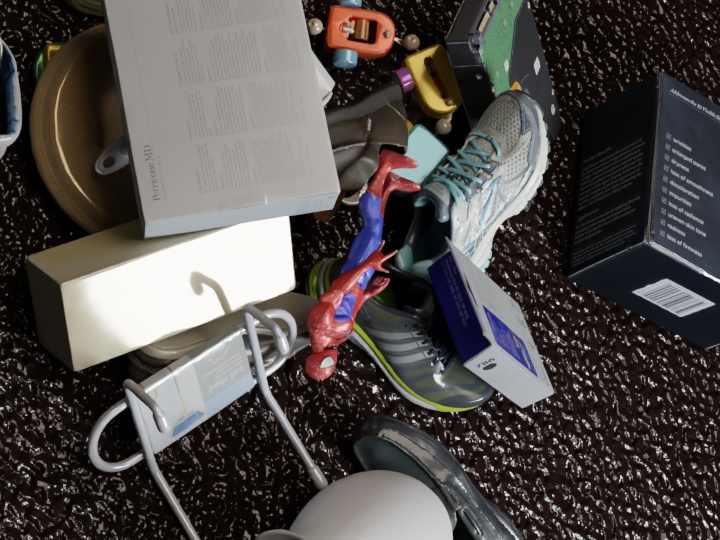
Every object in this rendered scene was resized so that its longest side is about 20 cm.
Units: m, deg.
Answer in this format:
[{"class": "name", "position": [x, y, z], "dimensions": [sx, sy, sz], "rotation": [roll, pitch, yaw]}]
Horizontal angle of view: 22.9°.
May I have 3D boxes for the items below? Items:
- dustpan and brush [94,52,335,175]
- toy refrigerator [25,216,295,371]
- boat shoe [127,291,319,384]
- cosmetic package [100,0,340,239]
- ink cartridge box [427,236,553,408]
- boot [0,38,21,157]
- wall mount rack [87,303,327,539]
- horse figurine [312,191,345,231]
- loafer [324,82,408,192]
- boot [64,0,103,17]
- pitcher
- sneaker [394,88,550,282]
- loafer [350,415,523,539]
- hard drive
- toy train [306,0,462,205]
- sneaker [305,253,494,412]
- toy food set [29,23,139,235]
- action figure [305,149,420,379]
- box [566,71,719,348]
[{"class": "dustpan and brush", "position": [-0.130, -0.140, 1.411], "dimensions": [0.200, 0.057, 0.140], "rotation": [-37, 101, -5]}, {"class": "toy refrigerator", "position": [-0.154, 0.001, 1.380], "dimensions": [0.199, 0.070, 0.076], "rotation": [-21, 121, -29]}, {"class": "boat shoe", "position": [-0.109, 0.061, 1.447], "dimensions": [0.199, 0.057, 0.067], "rotation": [-12, 40, -43]}, {"class": "cosmetic package", "position": [-0.109, -0.135, 1.359], "dimensions": [0.150, 0.052, 0.201], "rotation": [-9, 77, -12]}, {"class": "ink cartridge box", "position": [0.108, 0.048, 1.549], "dimensions": [0.200, 0.039, 0.100], "rotation": [41, 27, -60]}, {"class": "boot", "position": [-0.301, -0.174, 1.354], "dimensions": [0.073, 0.095, 0.201], "rotation": [-9, 78, -40]}, {"class": "wall mount rack", "position": [-0.106, 0.127, 1.383], "dimensions": [0.200, 0.074, 0.174], "rotation": [-33, 135, -23]}, {"class": "horse figurine", "position": [-0.070, -0.126, 1.549], "dimensions": [0.132, 0.050, 0.200], "rotation": [-37, 94, -35]}, {"class": "loafer", "position": [-0.016, -0.099, 1.494], "dimensions": [0.200, 0.073, 0.072], "rotation": [-32, 94, -45]}, {"class": "boot", "position": [-0.134, -0.265, 1.482], "dimensions": [0.199, 0.154, 0.072], "rotation": [-3, 74, -39]}, {"class": "pitcher", "position": [-0.020, 0.249, 1.398], "dimensions": [0.121, 0.172, 0.200], "rotation": [37, 27, 20]}, {"class": "sneaker", "position": [0.096, -0.068, 1.568], "dimensions": [0.086, 0.078, 0.201], "rotation": [13, 105, -49]}, {"class": "loafer", "position": [0.065, 0.202, 1.508], "dimensions": [0.201, 0.068, 0.071], "rotation": [46, 42, -19]}, {"class": "hard drive", "position": [0.136, -0.175, 1.668], "dimensions": [0.140, 0.038, 0.200], "rotation": [-66, 147, -41]}, {"class": "toy train", "position": [0.020, -0.151, 1.630], "dimensions": [0.149, 0.056, 0.201], "rotation": [3, 79, -10]}, {"class": "sneaker", "position": [0.046, 0.053, 1.545], "dimensions": [0.200, 0.081, 0.074], "rotation": [37, 54, -21]}, {"class": "toy food set", "position": [-0.175, -0.110, 1.445], "dimensions": [0.199, 0.049, 0.199], "rotation": [3, 78, -28]}, {"class": "action figure", "position": [0.000, 0.000, 1.455], "dimensions": [0.052, 0.065, 0.201], "rotation": [23, 69, 9]}, {"class": "box", "position": [0.325, -0.057, 1.780], "dimensions": [0.199, 0.124, 0.197], "rotation": [26, 60, -27]}]
